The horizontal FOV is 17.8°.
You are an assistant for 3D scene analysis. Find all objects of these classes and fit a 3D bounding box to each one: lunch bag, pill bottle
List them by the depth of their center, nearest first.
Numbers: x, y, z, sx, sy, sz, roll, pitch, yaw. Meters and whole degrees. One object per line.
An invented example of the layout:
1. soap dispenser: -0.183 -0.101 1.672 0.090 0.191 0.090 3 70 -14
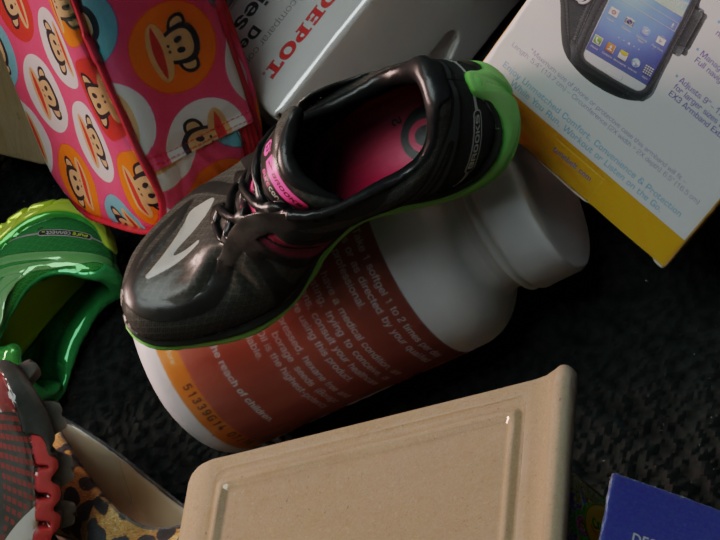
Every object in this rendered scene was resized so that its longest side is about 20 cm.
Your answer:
1. pill bottle: 0.000 0.000 1.065 0.199 0.112 0.113 -25 53 22
2. lunch bag: -0.133 -0.120 1.137 0.082 0.201 0.176 -26 18 -25

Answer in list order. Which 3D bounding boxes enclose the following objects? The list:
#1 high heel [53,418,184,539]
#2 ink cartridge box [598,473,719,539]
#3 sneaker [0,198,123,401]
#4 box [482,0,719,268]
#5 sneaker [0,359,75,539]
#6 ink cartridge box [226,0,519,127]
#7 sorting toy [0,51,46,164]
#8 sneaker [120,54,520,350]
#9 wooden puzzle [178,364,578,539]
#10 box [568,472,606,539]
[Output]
1. high heel: -0.087 0.101 1.094 0.200 0.071 0.143 -31 56 29
2. ink cartridge box: 0.160 0.191 0.798 0.047 0.197 0.201 143 144 -67
3. sneaker: -0.204 0.048 1.209 0.200 0.074 0.084 -47 44 4
4. box: 0.141 -0.110 0.950 0.119 0.041 0.200 42 125 7
5. sneaker: -0.193 0.138 1.081 0.071 0.098 0.201 37 121 54
6. ink cartridge box: -0.032 -0.156 1.195 0.146 0.084 0.200 -51 47 -1
7. sorting toy: -0.233 -0.177 1.293 0.198 0.201 0.069 14 34 43
8. sneaker: -0.029 -0.036 0.976 0.200 0.084 0.077 -34 64 18
9. wooden puzzle: -0.001 0.139 0.870 0.199 0.037 0.186 -20 46 32
10. box: 0.032 0.212 0.916 0.199 0.122 0.193 -20 54 25
